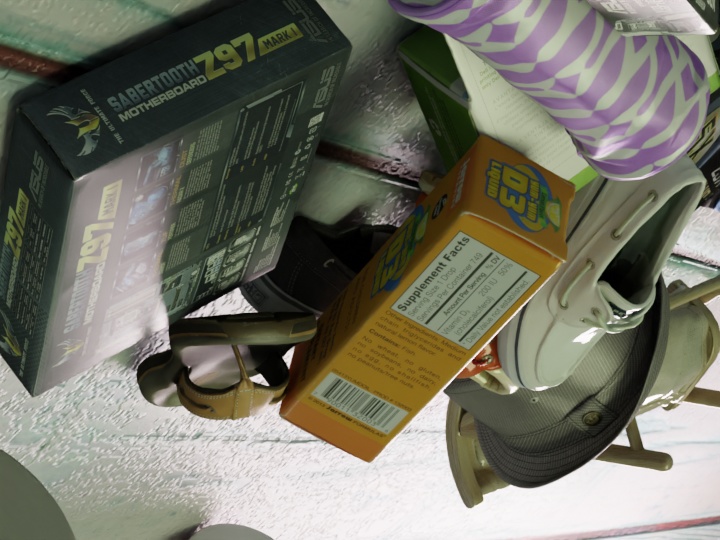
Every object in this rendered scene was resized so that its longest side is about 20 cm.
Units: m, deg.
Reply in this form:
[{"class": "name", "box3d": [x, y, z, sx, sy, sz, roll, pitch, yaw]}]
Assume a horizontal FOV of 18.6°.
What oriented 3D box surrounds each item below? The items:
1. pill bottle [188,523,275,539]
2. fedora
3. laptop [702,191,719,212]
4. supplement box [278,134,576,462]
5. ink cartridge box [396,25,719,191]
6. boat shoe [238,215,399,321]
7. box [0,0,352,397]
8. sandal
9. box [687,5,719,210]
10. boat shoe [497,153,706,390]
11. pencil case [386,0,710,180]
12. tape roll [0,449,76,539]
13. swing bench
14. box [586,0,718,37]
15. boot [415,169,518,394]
[{"class": "pill bottle", "box3d": [-0.126, 0.288, 1.617, 0.112, 0.112, 0.200, -14, 147, -52]}, {"class": "fedora", "box3d": [0.120, 0.051, 1.537, 0.090, 0.177, 0.200, 25, 133, -36]}, {"class": "laptop", "box3d": [0.299, -0.057, 1.644, 0.200, 0.116, 0.187, -29, 157, -29]}, {"class": "supplement box", "box3d": [0.034, 0.018, 1.177, 0.200, 0.069, 0.067, -47, -159, 39]}, {"class": "ink cartridge box", "box3d": [0.093, -0.144, 1.154, 0.148, 0.076, 0.200, -36, 132, -11]}, {"class": "boat shoe", "box3d": [0.000, 0.000, 1.303, 0.066, 0.070, 0.200, -45, 153, 18]}, {"class": "box", "box3d": [-0.097, -0.036, 1.056, 0.158, 0.051, 0.200, -30, 159, -28]}, {"class": "sandal", "box3d": [-0.077, 0.059, 1.211, 0.082, 0.055, 0.200, -4, 167, -23]}, {"class": "box", "box3d": [0.175, -0.091, 1.386, 0.164, 0.086, 0.200, -41, 161, 1]}, {"class": "boat shoe", "box3d": [0.139, 0.005, 1.283, 0.073, 0.067, 0.200, -12, 136, -34]}, {"class": "pencil case", "box3d": [0.089, -0.114, 1.063, 0.085, 0.084, 0.200, -27, 139, 30]}, {"class": "tape roll", "box3d": [-0.233, 0.190, 1.076, 0.203, 0.203, 0.139, -32, 160, -21]}, {"class": "swing bench", "box3d": [0.193, 0.090, 1.727, 0.200, 0.130, 0.199, -15, -179, 39]}, {"class": "box", "box3d": [0.115, -0.200, 0.948, 0.050, 0.158, 0.200, 1, 173, 21]}, {"class": "boot", "box3d": [0.074, 0.011, 1.332, 0.107, 0.075, 0.200, -61, 150, -8]}]
